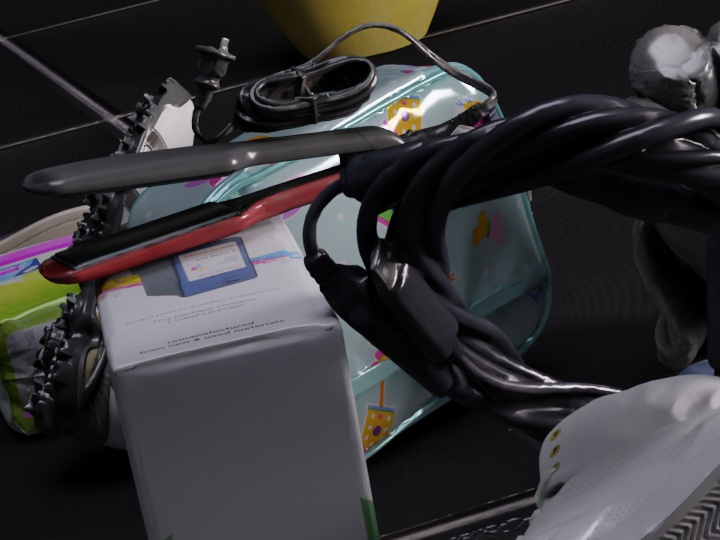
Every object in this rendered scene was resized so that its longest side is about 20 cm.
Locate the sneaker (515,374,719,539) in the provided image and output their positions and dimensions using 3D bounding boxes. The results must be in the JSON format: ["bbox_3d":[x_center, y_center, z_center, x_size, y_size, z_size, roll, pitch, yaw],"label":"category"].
[{"bbox_3d":[0.071,0.109,0.894,0.200,0.074,0.116,-33,14,-5],"label":"sneaker"}]

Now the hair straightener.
[{"bbox_3d":[-0.039,-0.056,1.038,0.200,0.077,0.041,-16,15,-16],"label":"hair straightener"}]

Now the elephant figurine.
[{"bbox_3d":[0.181,-0.019,1.233,0.141,0.200,0.155,16,59,15],"label":"elephant figurine"}]

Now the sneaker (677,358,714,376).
[{"bbox_3d":[0.217,0.013,1.077,0.200,0.082,0.070,-15,16,-8],"label":"sneaker"}]

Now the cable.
[{"bbox_3d":[0.088,0.005,0.933,0.163,0.200,0.051,-27,40,28],"label":"cable"}]

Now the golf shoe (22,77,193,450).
[{"bbox_3d":[-0.098,0.002,1.284,0.094,0.200,0.078,20,-27,-12],"label":"golf shoe"}]

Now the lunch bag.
[{"bbox_3d":[0.000,0.000,1.215,0.200,0.161,0.077,-30,18,-33],"label":"lunch bag"}]

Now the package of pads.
[{"bbox_3d":[-0.108,0.017,1.387,0.200,0.068,0.155,-15,16,-11],"label":"package of pads"}]

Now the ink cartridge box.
[{"bbox_3d":[-0.048,0.069,1.024,0.087,0.145,0.200,-12,16,-4],"label":"ink cartridge box"}]

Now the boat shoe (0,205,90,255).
[{"bbox_3d":[-0.185,0.000,1.497,0.200,0.073,0.063,-18,19,-4],"label":"boat shoe"}]

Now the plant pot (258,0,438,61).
[{"bbox_3d":[-0.009,-0.250,2.099,0.200,0.142,0.200,-11,15,3],"label":"plant pot"}]
